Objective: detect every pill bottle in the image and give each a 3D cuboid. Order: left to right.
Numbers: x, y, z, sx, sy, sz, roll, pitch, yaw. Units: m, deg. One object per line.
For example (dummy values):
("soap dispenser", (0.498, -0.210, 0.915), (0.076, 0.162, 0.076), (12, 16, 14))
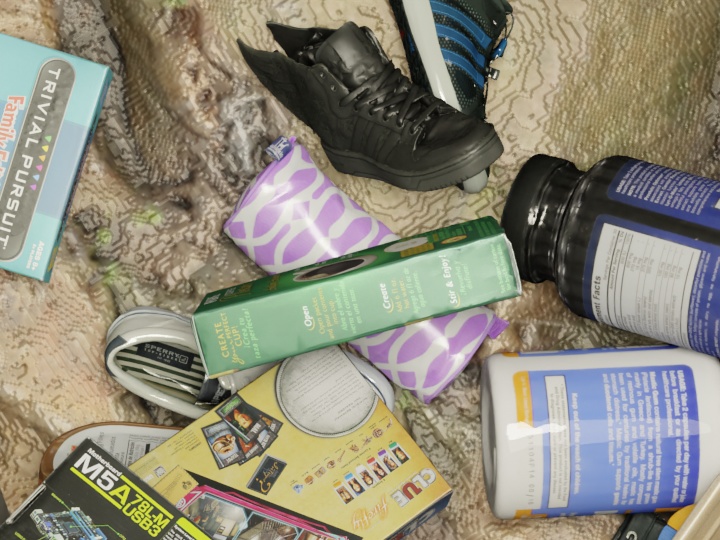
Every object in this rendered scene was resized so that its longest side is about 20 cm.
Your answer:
("pill bottle", (0.183, 0.106, 1.514), (0.199, 0.112, 0.113), (-2, 88, -3))
("pill bottle", (0.197, -0.012, 1.495), (0.199, 0.112, 0.112), (17, 87, 23))

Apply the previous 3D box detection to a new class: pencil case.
("pencil case", (0.000, 0.000, 1.529), (0.200, 0.084, 0.086), (43, 43, -1))

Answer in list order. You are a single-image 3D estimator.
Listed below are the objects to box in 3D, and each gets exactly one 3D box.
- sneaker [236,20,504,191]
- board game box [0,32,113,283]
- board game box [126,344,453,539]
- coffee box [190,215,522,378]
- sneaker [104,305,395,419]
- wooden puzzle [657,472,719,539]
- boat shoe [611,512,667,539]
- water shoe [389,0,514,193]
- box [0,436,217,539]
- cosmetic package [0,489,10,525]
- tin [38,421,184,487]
("sneaker", (0.005, -0.114, 1.493), (0.060, 0.199, 0.105), (-38, 116, -26))
("board game box", (-0.284, -0.093, 1.532), (0.199, 0.047, 0.152), (17, 87, -2))
("board game box", (-0.061, 0.147, 1.432), (0.200, 0.035, 0.136), (-33, 74, -18))
("coffee box", (-0.003, 0.015, 1.426), (0.199, 0.123, 0.044), (-15, 97, 1))
("sneaker", (-0.077, 0.080, 1.516), (0.199, 0.071, 0.073), (12, 111, 3))
("wooden puzzle", (0.223, 0.233, 1.506), (0.200, 0.046, 0.185), (-51, 134, -1))
("boat shoe", (0.136, 0.233, 1.526), (0.199, 0.075, 0.066), (-40, 88, -4))
("water shoe", (0.071, -0.154, 1.540), (0.079, 0.071, 0.201), (-16, 90, -8))
("box", (-0.148, 0.227, 1.331), (0.200, 0.048, 0.193), (37, 57, 9))
("cosmetic package", (-0.283, 0.137, 1.449), (0.090, 0.200, 0.107), (-21, 92, -2))
("tin", (-0.113, 0.145, 1.498), (0.199, 0.112, 0.042), (6, 114, -3))
